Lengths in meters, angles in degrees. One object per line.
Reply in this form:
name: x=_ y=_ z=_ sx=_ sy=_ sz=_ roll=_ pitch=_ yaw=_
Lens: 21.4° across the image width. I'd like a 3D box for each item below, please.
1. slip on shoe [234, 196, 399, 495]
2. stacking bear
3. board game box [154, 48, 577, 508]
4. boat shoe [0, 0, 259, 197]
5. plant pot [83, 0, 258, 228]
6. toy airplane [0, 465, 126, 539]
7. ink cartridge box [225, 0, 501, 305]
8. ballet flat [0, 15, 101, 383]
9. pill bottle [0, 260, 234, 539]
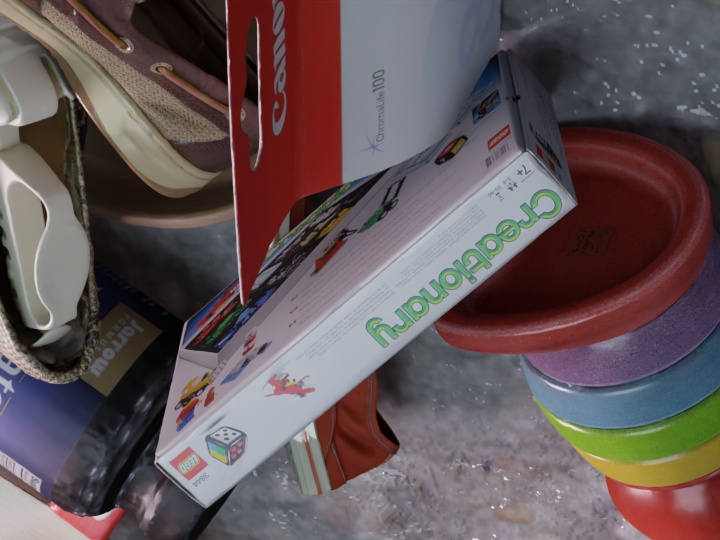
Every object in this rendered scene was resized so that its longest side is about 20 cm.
slip on shoe: x=-0.021 y=0.018 z=0.921 sx=0.061 sy=0.074 sz=0.200 roll=-16 pitch=119 yaw=-8
stacking bear: x=0.129 y=0.049 z=0.844 sx=0.114 sy=0.122 sz=0.200 roll=1 pitch=138 yaw=34
board game box: x=0.000 y=0.000 z=0.794 sx=0.200 sy=0.126 sz=0.035 roll=-40 pitch=108 yaw=17
boat shoe: x=-0.095 y=-0.116 z=0.708 sx=0.072 sy=0.072 sz=0.200 roll=-22 pitch=120 yaw=27
plant pot: x=-0.090 y=-0.123 z=0.806 sx=0.201 sy=0.093 sz=0.201 roll=14 pitch=132 yaw=16
toy airplane: x=-0.176 y=0.163 z=1.057 sx=0.200 sy=0.141 sz=0.199 roll=6 pitch=129 yaw=22
ink cartridge box: x=0.008 y=-0.103 z=0.701 sx=0.047 sy=0.200 sz=0.160 roll=13 pitch=132 yaw=14
ballet flat: x=-0.134 y=-0.045 z=0.758 sx=0.075 sy=0.068 sz=0.200 roll=36 pitch=139 yaw=58
pill bottle: x=-0.147 y=0.052 z=0.954 sx=0.200 sy=0.112 sz=0.112 roll=34 pitch=135 yaw=5
